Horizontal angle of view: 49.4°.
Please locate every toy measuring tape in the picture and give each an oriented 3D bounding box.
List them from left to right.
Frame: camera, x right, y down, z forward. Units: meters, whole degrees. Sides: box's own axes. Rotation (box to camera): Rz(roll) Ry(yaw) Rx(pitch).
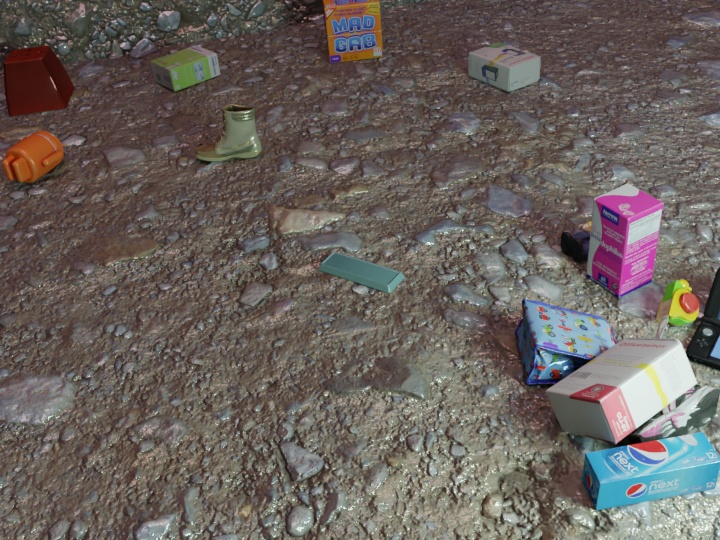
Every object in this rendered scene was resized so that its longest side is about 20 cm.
[{"bbox_3d":[0.615,0.102,1.527,0.073,0.074,0.201,13,56,24],"label":"toy measuring tape"}]

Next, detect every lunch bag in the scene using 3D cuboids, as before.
[{"bbox_3d":[0.408,0.139,1.485,0.198,0.095,0.151,4,33,-1],"label":"lunch bag"}]

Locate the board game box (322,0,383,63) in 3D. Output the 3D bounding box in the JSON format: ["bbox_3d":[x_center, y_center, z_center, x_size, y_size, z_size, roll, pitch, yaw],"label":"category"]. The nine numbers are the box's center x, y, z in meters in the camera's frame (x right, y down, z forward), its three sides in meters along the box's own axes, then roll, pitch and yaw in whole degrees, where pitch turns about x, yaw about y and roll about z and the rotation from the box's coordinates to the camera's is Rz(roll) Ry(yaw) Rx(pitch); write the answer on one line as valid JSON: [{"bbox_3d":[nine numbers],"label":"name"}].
[{"bbox_3d":[-0.031,-0.904,2.879,0.198,0.201,0.201,-7,35,-2],"label":"board game box"}]

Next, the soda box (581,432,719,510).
[{"bbox_3d":[0.458,0.316,1.237,0.198,0.068,0.064,-9,36,-4],"label":"soda box"}]

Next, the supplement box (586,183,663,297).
[{"bbox_3d":[0.548,-0.062,1.631,0.103,0.201,0.101,-22,38,-21],"label":"supplement box"}]

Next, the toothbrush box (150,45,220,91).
[{"bbox_3d":[-0.631,-0.731,2.825,0.199,0.087,0.145,-32,43,-31],"label":"toothbrush box"}]

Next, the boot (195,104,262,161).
[{"bbox_3d":[-0.393,-0.400,2.274,0.198,0.156,0.072,-5,35,1],"label":"boot"}]

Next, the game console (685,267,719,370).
[{"bbox_3d":[0.732,0.105,1.448,0.199,0.117,0.176,19,42,31],"label":"game console"}]

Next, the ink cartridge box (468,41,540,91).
[{"bbox_3d":[0.474,-0.674,2.585,0.144,0.088,0.200,-25,42,-25],"label":"ink cartridge box"}]

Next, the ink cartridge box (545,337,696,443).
[{"bbox_3d":[0.442,0.198,1.329,0.199,0.084,0.145,-28,8,-21],"label":"ink cartridge box"}]

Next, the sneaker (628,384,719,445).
[{"bbox_3d":[0.517,0.248,1.332,0.199,0.081,0.086,-19,25,-30],"label":"sneaker"}]

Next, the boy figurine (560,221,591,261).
[{"bbox_3d":[0.557,-0.082,1.777,0.198,0.065,0.124,-21,35,-16],"label":"boy figurine"}]

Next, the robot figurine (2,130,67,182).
[{"bbox_3d":[-0.958,-0.336,2.302,0.143,0.117,0.200,-29,18,40],"label":"robot figurine"}]

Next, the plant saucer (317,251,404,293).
[{"bbox_3d":[0.000,0.000,1.784,0.199,0.019,0.070,17,41,30],"label":"plant saucer"}]

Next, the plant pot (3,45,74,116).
[{"bbox_3d":[-1.140,-0.675,2.744,0.198,0.178,0.201,-9,35,-4],"label":"plant pot"}]
